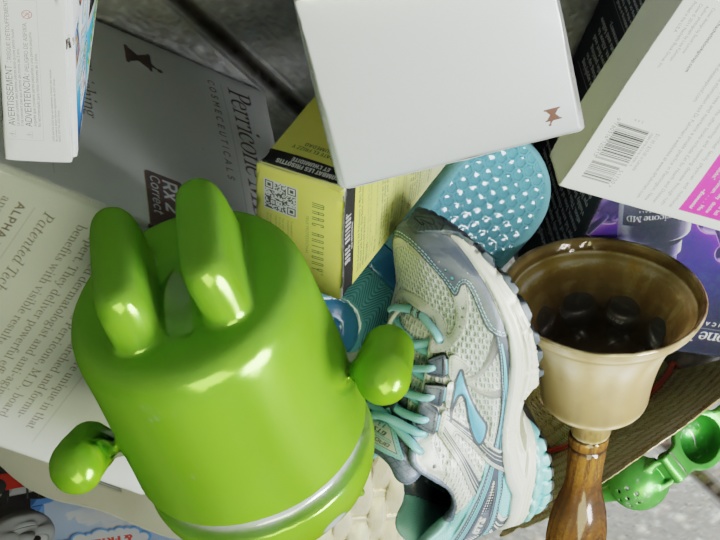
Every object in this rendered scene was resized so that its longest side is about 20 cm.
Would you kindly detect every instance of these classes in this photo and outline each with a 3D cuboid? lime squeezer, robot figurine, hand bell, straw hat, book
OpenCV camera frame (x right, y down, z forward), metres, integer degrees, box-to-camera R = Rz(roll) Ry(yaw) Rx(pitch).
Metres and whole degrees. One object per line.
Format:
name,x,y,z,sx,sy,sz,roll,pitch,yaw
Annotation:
lime squeezer,0.186,0.107,1.625,0.200,0.071,0.038,-36,88,14
robot figurine,-0.062,0.053,1.289,0.175,0.116,0.200,-19,131,4
hand bell,0.118,0.094,1.430,0.104,0.104,0.200,-3,124,-8
straw hat,0.134,0.065,1.568,0.201,0.201,0.085,-36,88,21
book,0.213,-0.070,1.360,0.200,0.048,0.134,15,129,-22

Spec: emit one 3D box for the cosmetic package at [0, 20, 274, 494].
cosmetic package,-0.161,-0.020,1.392,0.200,0.165,0.165,21,124,-27

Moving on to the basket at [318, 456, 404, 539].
basket,-0.001,0.084,1.544,0.135,0.123,0.200,-1,132,-10

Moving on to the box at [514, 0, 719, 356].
box,0.183,-0.061,1.462,0.148,0.104,0.200,7,129,-18

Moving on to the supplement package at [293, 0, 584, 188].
supplement package,0.023,-0.153,1.282,0.117,0.200,0.117,-14,133,1

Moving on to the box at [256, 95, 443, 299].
box,0.017,-0.077,1.358,0.050,0.200,0.075,20,136,19

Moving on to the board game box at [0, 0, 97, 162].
board game box,-0.138,-0.160,1.246,0.035,0.200,0.126,2,131,-1

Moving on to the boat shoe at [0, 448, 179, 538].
boat shoe,-0.137,0.086,1.512,0.069,0.200,0.072,-27,120,-42

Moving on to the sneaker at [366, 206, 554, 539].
sneaker,0.040,0.063,1.361,0.086,0.078,0.200,-29,127,-20

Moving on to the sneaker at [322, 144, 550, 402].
sneaker,0.000,0.000,1.446,0.200,0.131,0.080,-41,114,-13

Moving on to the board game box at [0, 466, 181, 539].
board game box,-0.169,0.165,1.532,0.151,0.200,0.037,-9,133,-3
